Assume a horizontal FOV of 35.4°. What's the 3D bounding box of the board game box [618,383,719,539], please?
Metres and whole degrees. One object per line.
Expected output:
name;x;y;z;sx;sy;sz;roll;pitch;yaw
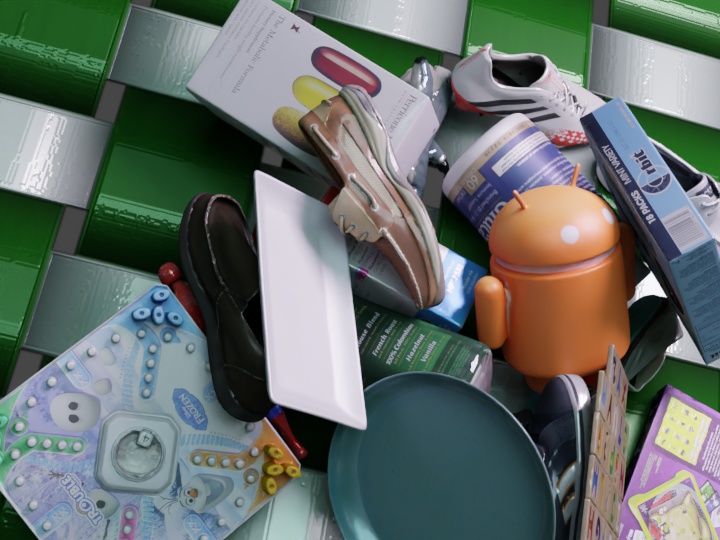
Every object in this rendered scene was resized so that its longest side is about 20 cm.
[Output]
board game box;0.299;0.219;1.044;0.120;0.032;0.201;28;62;4

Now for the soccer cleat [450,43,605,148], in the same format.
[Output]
soccer cleat;0.188;-0.181;1.161;0.199;0.085;0.069;13;62;-21

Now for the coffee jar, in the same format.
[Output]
coffee jar;0.010;0.077;0.967;0.199;0.105;0.086;22;59;19

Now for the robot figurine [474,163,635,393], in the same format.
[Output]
robot figurine;0.171;0.015;0.976;0.143;0.201;0.117;-6;21;11

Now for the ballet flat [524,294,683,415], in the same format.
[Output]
ballet flat;0.238;0.101;1.066;0.200;0.067;0.064;-39;110;-24

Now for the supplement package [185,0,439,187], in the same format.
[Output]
supplement package;-0.040;-0.153;1.051;0.199;0.110;0.114;32;90;11

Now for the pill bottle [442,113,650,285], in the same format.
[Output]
pill bottle;0.182;-0.045;1.090;0.111;0.111;0.200;-37;78;-26

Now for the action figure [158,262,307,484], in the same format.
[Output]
action figure;-0.130;0.086;0.983;0.065;0.099;0.201;-31;98;-28

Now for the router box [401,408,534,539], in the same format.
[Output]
router box;0.108;0.236;0.971;0.156;0.052;0.201;-13;69;-20

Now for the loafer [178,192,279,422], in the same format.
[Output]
loafer;-0.090;0.020;0.921;0.073;0.071;0.201;12;55;-54

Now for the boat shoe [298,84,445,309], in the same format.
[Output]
boat shoe;0.008;-0.054;0.942;0.071;0.076;0.201;-24;78;-7

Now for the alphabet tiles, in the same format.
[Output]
alphabet tiles;0.202;0.171;0.922;0.006;0.166;0.201;3;68;21

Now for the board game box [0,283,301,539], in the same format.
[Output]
board game box;-0.177;0.147;0.902;0.200;0.026;0.200;-38;98;-15

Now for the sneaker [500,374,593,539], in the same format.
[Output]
sneaker;0.141;0.182;0.913;0.079;0.078;0.202;6;80;-9

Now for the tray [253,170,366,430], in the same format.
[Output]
tray;-0.046;0.025;0.889;0.107;0.022;0.201;24;49;-43

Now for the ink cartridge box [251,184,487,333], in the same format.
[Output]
ink cartridge box;0.000;0.000;1.019;0.199;0.116;0.067;29;62;0

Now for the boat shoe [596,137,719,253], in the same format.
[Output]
boat shoe;0.341;-0.075;1.169;0.200;0.069;0.072;42;63;7

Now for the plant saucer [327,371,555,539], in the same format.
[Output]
plant saucer;0.064;0.174;0.883;0.201;0.200;0.027;53;31;13

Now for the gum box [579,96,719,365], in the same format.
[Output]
gum box;0.271;-0.032;1.003;0.044;0.200;0.171;-28;53;8

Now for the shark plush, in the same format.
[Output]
shark plush;0.066;-0.125;1.127;0.083;0.091;0.201;20;52;-39
